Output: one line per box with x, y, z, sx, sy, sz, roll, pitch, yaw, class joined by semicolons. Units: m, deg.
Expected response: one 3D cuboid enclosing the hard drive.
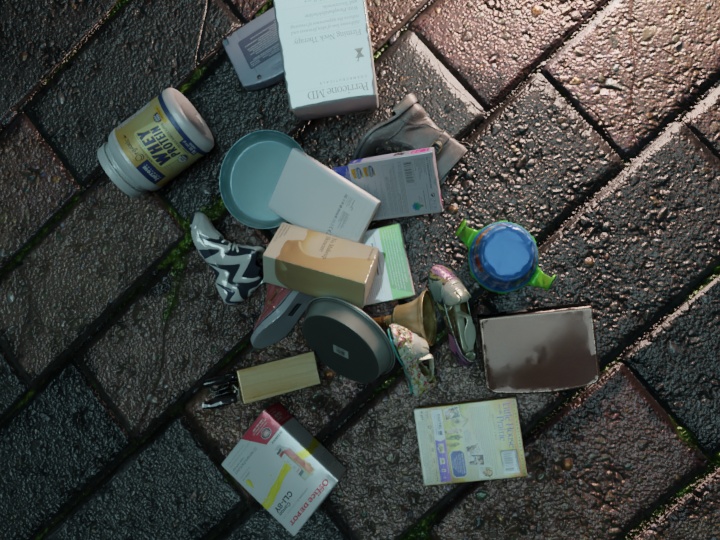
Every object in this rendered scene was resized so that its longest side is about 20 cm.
-0.073;-0.128;1.156;0.198;0.027;0.133;33;112;10;hard drive

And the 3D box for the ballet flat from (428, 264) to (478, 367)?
0.186;0.082;1.128;0.068;0.071;0.204;-14;85;-20;ballet flat

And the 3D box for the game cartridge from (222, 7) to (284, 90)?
-0.176;-0.466;1.236;0.198;0.041;0.135;-28;80;8;game cartridge

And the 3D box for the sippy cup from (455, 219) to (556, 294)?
0.264;-0.027;1.092;0.174;0.130;0.143;-4;87;9;sippy cup

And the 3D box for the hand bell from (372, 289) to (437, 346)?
0.042;0.100;1.162;0.197;0.104;0.106;-7;86;23;hand bell

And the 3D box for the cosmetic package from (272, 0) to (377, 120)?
-0.058;-0.405;1.125;0.164;0.166;0.204;-8;97;3;cosmetic package

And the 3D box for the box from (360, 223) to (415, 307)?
0.000;0.000;1.186;0.196;0.036;0.147;-12;86;10;box

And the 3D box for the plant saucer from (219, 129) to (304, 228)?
-0.195;-0.186;1.231;0.196;0.027;0.204;-1;87;10;plant saucer

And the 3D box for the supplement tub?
-0.415;-0.255;1.213;0.199;0.144;0.146;-34;83;7;supplement tub

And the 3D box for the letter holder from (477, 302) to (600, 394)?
0.321;0.144;1.092;0.196;0.101;0.145;-7;88;10;letter holder

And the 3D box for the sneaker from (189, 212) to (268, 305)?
-0.252;-0.045;1.210;0.128;0.079;0.202;-26;84;6;sneaker

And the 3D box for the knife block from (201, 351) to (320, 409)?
-0.199;0.214;1.130;0.197;0.175;0.065;-16;85;30;knife block

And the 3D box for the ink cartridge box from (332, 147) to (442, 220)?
0.053;-0.162;1.151;0.196;0.042;0.121;-7;114;14;ink cartridge box

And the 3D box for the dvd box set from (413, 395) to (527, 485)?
0.208;0.324;1.137;0.196;0.029;0.149;-10;86;10;dvd box set

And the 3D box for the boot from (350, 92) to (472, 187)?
0.096;-0.224;1.165;0.200;0.069;0.175;-42;90;13;boot

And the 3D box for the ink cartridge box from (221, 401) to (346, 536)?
-0.147;0.386;1.170;0.199;0.083;0.146;40;94;9;ink cartridge box

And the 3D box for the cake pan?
-0.029;0.136;1.113;0.199;0.201;0.037;32;54;10;cake pan

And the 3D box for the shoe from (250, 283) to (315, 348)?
-0.163;0.061;1.198;0.200;0.071;0.092;-48;54;20;shoe

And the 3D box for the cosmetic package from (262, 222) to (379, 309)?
-0.073;-0.010;1.109;0.196;0.072;0.106;14;45;8;cosmetic package

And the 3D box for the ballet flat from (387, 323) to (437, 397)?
0.100;0.158;1.097;0.063;0.201;0.076;-17;47;5;ballet flat
